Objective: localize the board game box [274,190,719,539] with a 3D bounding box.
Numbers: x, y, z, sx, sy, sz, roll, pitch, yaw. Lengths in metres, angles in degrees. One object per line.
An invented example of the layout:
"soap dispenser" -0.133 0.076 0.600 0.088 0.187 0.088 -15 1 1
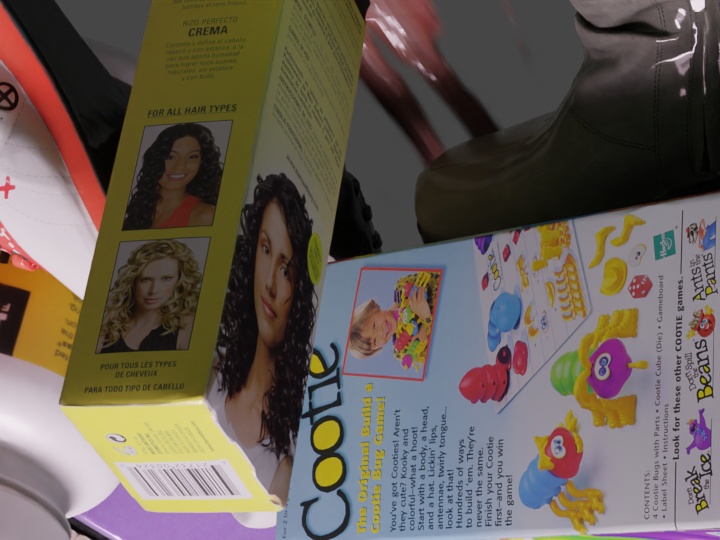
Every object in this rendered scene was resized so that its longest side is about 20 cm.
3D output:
"board game box" 0.078 0.046 0.722 0.103 0.105 0.200 16 162 -43

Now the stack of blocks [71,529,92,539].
"stack of blocks" -0.161 0.140 1.007 0.200 0.059 0.115 32 169 -6

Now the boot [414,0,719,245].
"boot" 0.085 -0.073 0.721 0.200 0.068 0.131 -11 132 32

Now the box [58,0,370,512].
"box" -0.041 -0.028 0.684 0.050 0.200 0.075 -3 148 18

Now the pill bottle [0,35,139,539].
"pill bottle" -0.130 0.020 0.795 0.112 0.200 0.112 8 150 5

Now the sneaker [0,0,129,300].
"sneaker" -0.139 -0.041 0.730 0.108 0.067 0.201 -30 98 18

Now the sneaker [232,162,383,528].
"sneaker" 0.000 0.000 0.837 0.112 0.073 0.200 -10 121 -24

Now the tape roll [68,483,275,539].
"tape roll" -0.109 0.086 0.957 0.200 0.066 0.200 31 169 7
